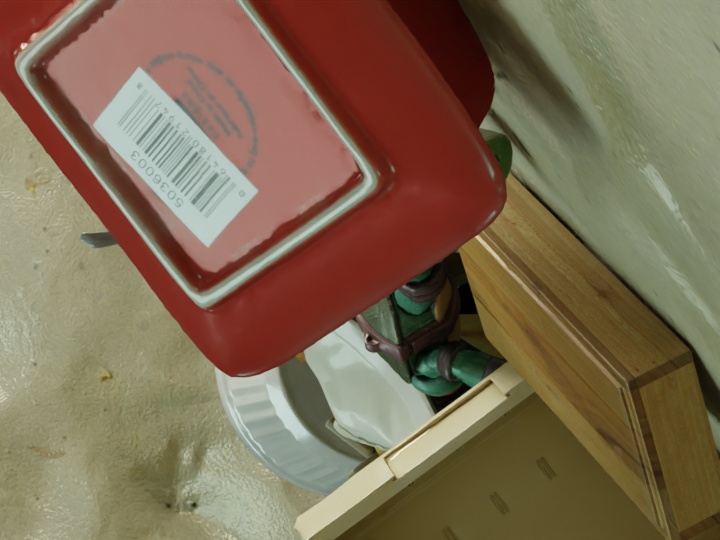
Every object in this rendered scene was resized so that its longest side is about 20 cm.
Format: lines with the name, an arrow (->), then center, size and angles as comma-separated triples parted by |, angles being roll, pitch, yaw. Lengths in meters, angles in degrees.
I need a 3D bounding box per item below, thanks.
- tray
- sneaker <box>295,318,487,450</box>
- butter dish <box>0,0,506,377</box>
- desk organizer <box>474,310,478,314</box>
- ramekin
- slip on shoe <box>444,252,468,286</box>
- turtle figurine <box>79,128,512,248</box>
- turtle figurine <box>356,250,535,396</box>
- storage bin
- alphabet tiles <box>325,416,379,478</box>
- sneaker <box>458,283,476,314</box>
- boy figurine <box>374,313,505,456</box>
tray -> 0.102, 0.035, 1.280 | 0.200, 0.037, 0.099 | 48, 162, 53
sneaker -> 0.038, 0.082, 1.561 | 0.200, 0.073, 0.085 | 45, 135, 28
butter dish -> -0.028, -0.090, 1.111 | 0.200, 0.148, 0.199 | 52, 134, -4
desk organizer -> 0.091, 0.072, 1.751 | 0.200, 0.077, 0.072 | 49, 180, 31
ramekin -> 0.006, 0.057, 1.877 | 0.202, 0.202, 0.094 | 53, 166, -7
slip on shoe -> 0.000, 0.000, 1.649 | 0.061, 0.200, 0.076 | 35, -131, -29
turtle figurine -> -0.044, -0.066, 1.258 | 0.194, 0.200, 0.144 | 22, 124, 39
turtle figurine -> 0.046, 0.015, 1.459 | 0.200, 0.101, 0.150 | 69, 175, -52
storage bin -> 0.101, 0.159, 1.392 | 0.199, 0.200, 0.094 | 54, 179, -16
alphabet tiles -> 0.052, 0.138, 1.663 | 0.167, 0.008, 0.200 | 37, -170, 6
sneaker -> 0.026, -0.033, 1.714 | 0.076, 0.115, 0.201 | -19, -78, -66
boy figurine -> 0.053, 0.080, 1.625 | 0.200, 0.124, 0.064 | 11, 152, 41
